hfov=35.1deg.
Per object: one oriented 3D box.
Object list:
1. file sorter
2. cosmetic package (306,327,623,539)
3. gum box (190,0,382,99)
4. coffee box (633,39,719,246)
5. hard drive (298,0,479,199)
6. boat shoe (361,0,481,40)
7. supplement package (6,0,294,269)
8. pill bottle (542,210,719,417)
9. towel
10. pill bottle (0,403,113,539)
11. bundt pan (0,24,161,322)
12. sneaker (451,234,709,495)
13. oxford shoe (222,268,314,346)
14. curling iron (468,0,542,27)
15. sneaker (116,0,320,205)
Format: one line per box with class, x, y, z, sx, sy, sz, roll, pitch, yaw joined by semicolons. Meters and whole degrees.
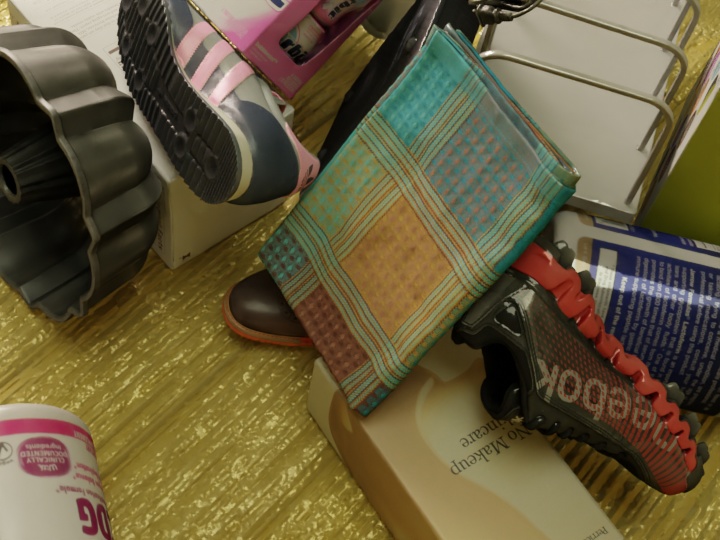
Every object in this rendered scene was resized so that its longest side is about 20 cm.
file sorter;0.153;-0.164;0.770;0.138;0.125;0.201;18;62;4
cosmetic package;0.061;0.127;0.728;0.105;0.071;0.200;-28;64;-23
gum box;-0.071;-0.221;0.797;0.114;0.066;0.200;-45;55;5
coffee box;0.338;-0.088;0.828;0.199;0.200;0.198;26;58;8
hard drive;0.027;-0.134;0.825;0.042;0.200;0.135;30;55;-11
boat shoe;0.032;-0.222;0.898;0.072;0.201;0.060;-44;67;17
supplement package;-0.153;-0.122;0.837;0.109;0.114;0.200;-34;69;-25
pill bottle;0.217;0.035;0.782;0.198;0.116;0.116;13;56;2
towel;0.026;-0.031;0.689;0.022;0.200;0.147;12;36;-50
pill bottle;-0.187;0.187;0.631;0.113;0.114;0.201;-12;60;-15
bundt pan;-0.202;-0.072;0.755;0.076;0.202;0.202;-28;64;-35
sneaker;0.130;0.075;0.694;0.098;0.071;0.201;-44;104;-11
oxford shoe;0.000;0.000;0.801;0.199;0.073;0.072;-12;60;-15
curling iron;0.061;-0.208;0.740;0.049;0.026;0.200;-36;39;1
sneaker;-0.097;-0.119;0.749;0.082;0.070;0.201;-2;52;-40
